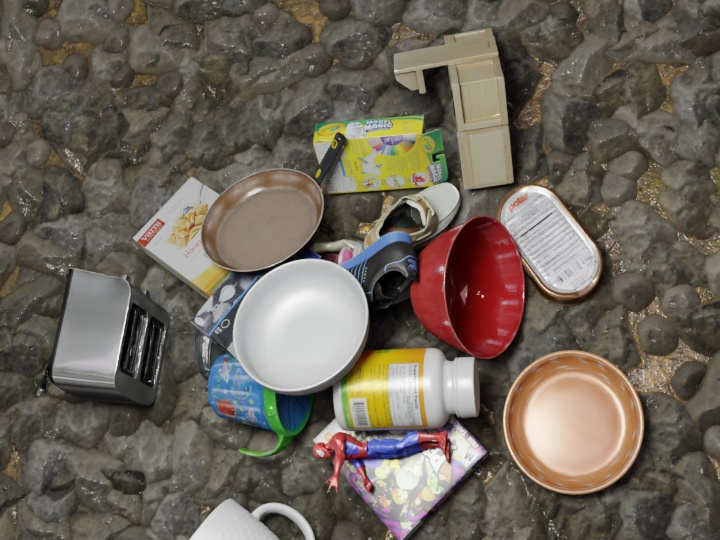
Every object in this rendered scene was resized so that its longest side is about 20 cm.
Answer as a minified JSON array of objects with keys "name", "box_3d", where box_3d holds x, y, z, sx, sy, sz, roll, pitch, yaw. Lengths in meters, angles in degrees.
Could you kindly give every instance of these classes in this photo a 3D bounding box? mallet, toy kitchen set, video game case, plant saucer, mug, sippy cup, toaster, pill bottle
[{"name":"mallet","box_3d":[-0.066,-0.123,1.627,0.066,0.041,0.200,55,131,17]},{"name":"toy kitchen set","box_3d":[0.144,-0.253,1.658,0.160,0.183,0.201,-8,32,6]},{"name":"video game case","box_3d":[0.058,0.259,1.544,0.181,0.036,0.200,-44,70,-2]},{"name":"plant saucer","box_3d":[-0.145,-0.070,1.590,0.196,0.032,0.203,-11,50,13]},{"name":"mug","box_3d":[-0.146,0.420,1.497,0.174,0.149,0.200,35,53,11]},{"name":"sippy cup","box_3d":[-0.153,0.174,1.573,0.128,0.141,0.180,1,47,23]},{"name":"toaster","box_3d":[-0.385,0.113,1.608,0.116,0.181,0.204,5,74,12]},{"name":"plant saucer","box_3d":[0.302,0.217,1.503,0.196,0.037,0.204,-3,73,10]},{"name":"pill bottle","box_3d":[0.067,0.168,1.490,0.196,0.111,0.113,-3,73,12]}]

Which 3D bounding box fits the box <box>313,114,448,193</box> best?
[{"name":"box","box_3d":[0.034,-0.180,1.634,0.196,0.118,0.049,-1,50,12]}]

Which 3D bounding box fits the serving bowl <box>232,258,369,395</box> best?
[{"name":"serving bowl","box_3d":[-0.077,0.088,1.479,0.196,0.066,0.203,-7,59,12]}]

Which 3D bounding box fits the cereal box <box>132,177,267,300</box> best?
[{"name":"cereal box","box_3d":[-0.249,-0.051,1.663,0.199,0.040,0.144,31,71,34]}]

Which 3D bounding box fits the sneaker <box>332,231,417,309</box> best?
[{"name":"sneaker","box_3d":[0.005,0.027,1.521,0.199,0.069,0.079,-40,45,34]}]

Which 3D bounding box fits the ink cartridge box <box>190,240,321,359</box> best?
[{"name":"ink cartridge box","box_3d":[-0.156,0.027,1.574,0.099,0.039,0.201,28,74,39]}]

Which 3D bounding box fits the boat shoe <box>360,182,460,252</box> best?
[{"name":"boat shoe","box_3d":[0.085,-0.077,1.585,0.075,0.069,0.199,43,59,11]}]

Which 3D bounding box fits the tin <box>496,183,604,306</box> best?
[{"name":"tin","box_3d":[0.284,-0.042,1.584,0.111,0.042,0.201,-34,70,-4]}]

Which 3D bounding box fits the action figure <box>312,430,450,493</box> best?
[{"name":"action figure","box_3d":[0.025,0.277,1.490,0.196,0.066,0.101,0,63,13]}]

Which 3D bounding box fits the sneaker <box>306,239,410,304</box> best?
[{"name":"sneaker","box_3d":[0.000,0.000,1.605,0.196,0.088,0.083,3,74,13]}]

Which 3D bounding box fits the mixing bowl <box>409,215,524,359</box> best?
[{"name":"mixing bowl","box_3d":[0.142,0.027,1.532,0.107,0.199,0.204,-4,70,43]}]

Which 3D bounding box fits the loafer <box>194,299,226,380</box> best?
[{"name":"loafer","box_3d":[-0.207,0.070,1.637,0.069,0.068,0.204,-2,69,32]}]
